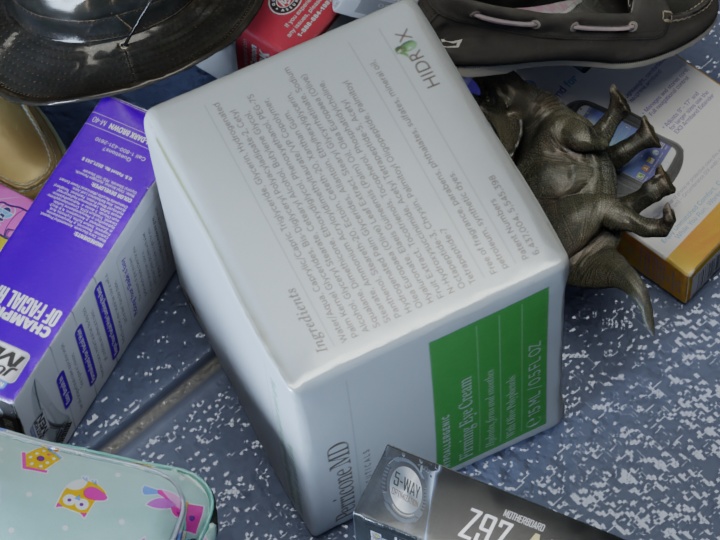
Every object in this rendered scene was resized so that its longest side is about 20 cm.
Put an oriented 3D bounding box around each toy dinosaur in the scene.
[{"bbox_3d":[0.128,-0.042,1.614,0.102,0.077,0.200,-26,73,17],"label":"toy dinosaur"}]

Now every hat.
[{"bbox_3d":[-0.158,-0.190,1.628,0.201,0.081,0.201,-4,56,6],"label":"hat"}]

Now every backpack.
[{"bbox_3d":[-0.175,0.190,1.488,0.176,0.153,0.200,14,70,4],"label":"backpack"}]

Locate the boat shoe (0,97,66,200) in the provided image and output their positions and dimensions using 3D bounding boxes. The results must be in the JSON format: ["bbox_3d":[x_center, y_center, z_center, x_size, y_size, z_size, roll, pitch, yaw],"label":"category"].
[{"bbox_3d":[-0.256,-0.115,1.697,0.200,0.076,0.072,40,70,21],"label":"boat shoe"}]

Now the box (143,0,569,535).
[{"bbox_3d":[0.000,0.000,1.552,0.171,0.199,0.200,-24,63,-10],"label":"box"}]

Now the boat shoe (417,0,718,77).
[{"bbox_3d":[0.125,-0.154,1.603,0.200,0.057,0.067,-10,47,-22],"label":"boat shoe"}]

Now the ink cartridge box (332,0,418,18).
[{"bbox_3d":[0.073,-0.235,1.687,0.161,0.050,0.200,11,65,-11],"label":"ink cartridge box"}]

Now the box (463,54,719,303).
[{"bbox_3d":[0.158,-0.082,1.683,0.200,0.041,0.119,37,69,23],"label":"box"}]

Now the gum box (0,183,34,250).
[{"bbox_3d":[-0.280,0.029,1.624,0.113,0.066,0.200,27,66,18],"label":"gum box"}]

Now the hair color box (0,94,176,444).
[{"bbox_3d":[-0.167,0.011,1.606,0.065,0.109,0.200,22,64,14],"label":"hair color box"}]

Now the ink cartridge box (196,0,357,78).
[{"bbox_3d":[-0.076,-0.207,1.736,0.200,0.083,0.147,32,68,18],"label":"ink cartridge box"}]

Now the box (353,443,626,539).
[{"bbox_3d":[0.079,0.179,1.450,0.160,0.200,0.044,21,64,14],"label":"box"}]
